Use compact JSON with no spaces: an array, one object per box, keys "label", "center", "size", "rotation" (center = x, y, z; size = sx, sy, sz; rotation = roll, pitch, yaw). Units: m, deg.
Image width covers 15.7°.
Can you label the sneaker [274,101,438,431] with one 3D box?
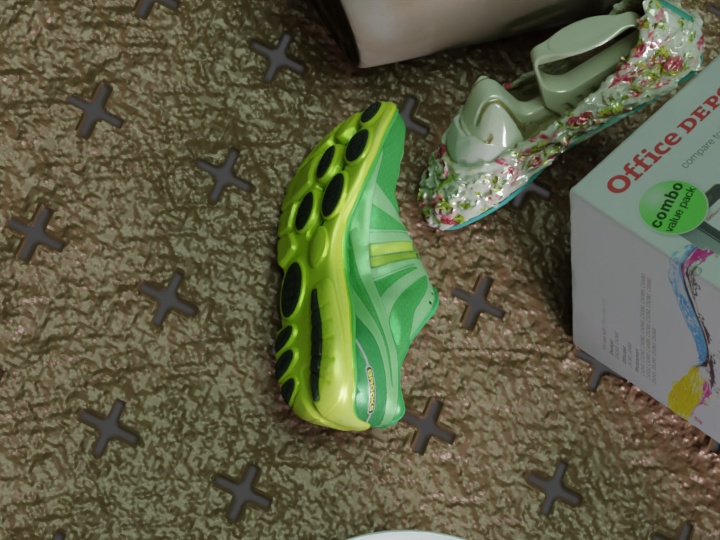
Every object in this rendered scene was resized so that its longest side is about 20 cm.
[{"label":"sneaker","center":[0.000,0.000,1.488],"size":[0.083,0.074,0.200],"rotation":[24,62,-36]}]

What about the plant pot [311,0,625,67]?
[{"label":"plant pot","center":[0.049,-0.206,1.510],"size":[0.173,0.200,0.200],"rotation":[-28,83,-5]}]

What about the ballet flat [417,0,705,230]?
[{"label":"ballet flat","center":[0.103,-0.099,1.494],"size":[0.064,0.200,0.076],"rotation":[43,18,-41]}]

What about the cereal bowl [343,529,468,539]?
[{"label":"cereal bowl","center":[0.022,0.242,1.393],"size":[0.200,0.083,0.200],"rotation":[2,70,-5]}]

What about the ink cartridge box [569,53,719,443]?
[{"label":"ink cartridge box","center":[0.238,0.007,1.470],"size":[0.200,0.146,0.147],"rotation":[35,63,28]}]
